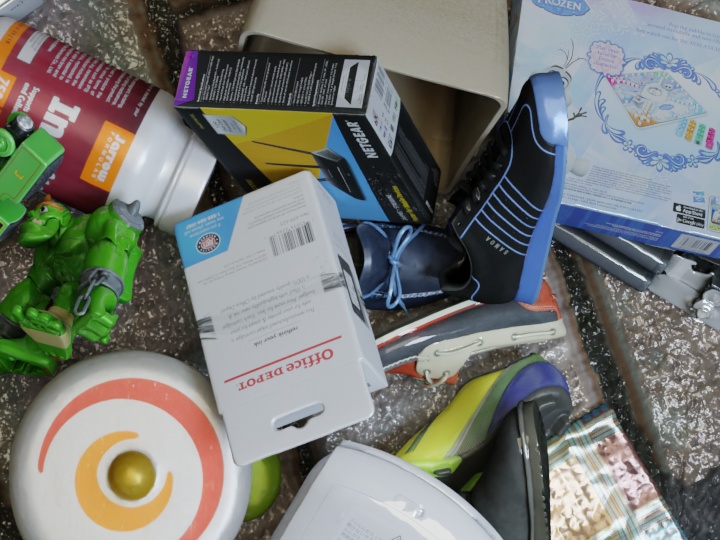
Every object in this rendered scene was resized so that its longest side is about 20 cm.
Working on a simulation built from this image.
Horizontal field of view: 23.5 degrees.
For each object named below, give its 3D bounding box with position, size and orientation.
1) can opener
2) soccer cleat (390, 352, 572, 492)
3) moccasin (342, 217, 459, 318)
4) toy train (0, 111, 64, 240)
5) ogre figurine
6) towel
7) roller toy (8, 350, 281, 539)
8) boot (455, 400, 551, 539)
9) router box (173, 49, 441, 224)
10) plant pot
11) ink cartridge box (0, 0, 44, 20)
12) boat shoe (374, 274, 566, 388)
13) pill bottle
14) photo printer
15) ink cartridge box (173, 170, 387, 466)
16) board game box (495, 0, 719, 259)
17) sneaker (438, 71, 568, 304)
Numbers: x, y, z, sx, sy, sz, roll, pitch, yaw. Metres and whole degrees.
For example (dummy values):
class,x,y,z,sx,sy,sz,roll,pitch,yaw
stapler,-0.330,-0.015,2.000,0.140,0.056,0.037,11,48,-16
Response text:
class,x,y,z,sx,sy,sz,roll,pitch,yaw
can opener,0.236,-0.015,1.428,0.199,0.053,0.067,27,47,-6
soccer cleat,0.077,0.135,1.387,0.199,0.084,0.065,-31,126,5
moccasin,0.000,0.000,1.377,0.198,0.068,0.081,-5,86,-8
toy train,-0.286,-0.043,1.300,0.056,0.200,0.042,42,37,-4
ogre figurine,-0.223,0.013,1.301,0.097,0.200,0.121,25,62,-6
towel,0.156,0.220,1.404,0.199,0.022,0.147,-31,91,-9
roller toy,-0.175,0.155,1.304,0.200,0.140,0.183,-40,91,-9
boot,0.046,0.182,1.325,0.198,0.073,0.184,1,117,9
router box,-0.034,-0.097,1.293,0.148,0.200,0.052,5,71,19
plant pot,0.011,-0.196,1.342,0.198,0.200,0.179,14,71,-6
ink cartridge box,-0.360,-0.256,1.343,0.145,0.083,0.201,-37,90,-9
boat shoe,0.070,0.059,1.385,0.198,0.071,0.063,-23,91,-13
pill bottle,-0.210,-0.105,1.335,0.198,0.113,0.114,24,82,-5
photo printer,0.006,0.235,1.272,0.166,0.069,0.201,32,108,7
ink cartridge box,-0.055,0.043,1.270,0.115,0.067,0.202,-21,65,10
board game box,0.211,-0.126,1.404,0.198,0.043,0.201,13,67,-6
sneaker,0.106,-0.058,1.299,0.077,0.070,0.202,2,123,-7
